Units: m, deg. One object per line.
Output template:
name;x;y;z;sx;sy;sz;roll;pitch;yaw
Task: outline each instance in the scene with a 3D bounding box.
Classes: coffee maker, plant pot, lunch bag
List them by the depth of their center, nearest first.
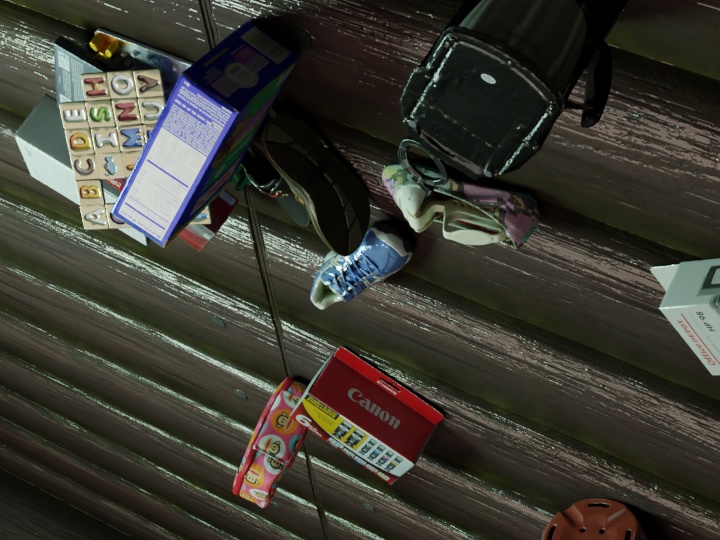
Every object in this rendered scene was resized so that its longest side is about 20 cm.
coffee maker;0.121;-0.188;0.975;0.135;0.200;0.192;46;147;-20
plant pot;0.366;0.455;1.769;0.200;0.201;0.196;5;133;41
lunch bag;-0.139;0.291;1.993;0.082;0.200;0.176;26;151;3

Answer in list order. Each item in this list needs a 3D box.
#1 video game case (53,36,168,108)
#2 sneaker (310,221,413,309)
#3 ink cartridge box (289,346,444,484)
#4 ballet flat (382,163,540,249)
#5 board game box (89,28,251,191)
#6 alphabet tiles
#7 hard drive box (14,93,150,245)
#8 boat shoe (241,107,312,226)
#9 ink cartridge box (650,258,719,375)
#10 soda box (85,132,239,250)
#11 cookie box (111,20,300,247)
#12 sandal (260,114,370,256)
video game case;-0.299;-0.201;1.515;0.200;0.019;0.143;30;152;3
sneaker;0.000;0.000;1.523;0.076;0.077;0.200;39;150;-9
ink cartridge box;0.008;0.227;1.864;0.200;0.084;0.176;33;152;0
ballet flat;0.099;-0.068;1.322;0.200;0.071;0.069;17;149;27
board game box;-0.236;-0.197;1.506;0.200;0.026;0.200;23;150;18
alphabet tiles;-0.276;-0.146;1.459;0.167;0.008;0.201;-2;114;8
hard drive box;-0.362;-0.135;1.648;0.200;0.077;0.156;31;163;2
boat shoe;-0.108;-0.121;1.460;0.074;0.063;0.202;7;144;34
ink cartridge box;0.390;0.047;1.212;0.200;0.067;0.116;-8;132;51
soda box;-0.258;-0.116;1.523;0.200;0.063;0.070;38;150;-10
cookie box;-0.166;-0.147;1.290;0.075;0.171;0.200;35;126;-1
sandal;-0.057;-0.103;1.422;0.200;0.082;0.055;48;165;-29
